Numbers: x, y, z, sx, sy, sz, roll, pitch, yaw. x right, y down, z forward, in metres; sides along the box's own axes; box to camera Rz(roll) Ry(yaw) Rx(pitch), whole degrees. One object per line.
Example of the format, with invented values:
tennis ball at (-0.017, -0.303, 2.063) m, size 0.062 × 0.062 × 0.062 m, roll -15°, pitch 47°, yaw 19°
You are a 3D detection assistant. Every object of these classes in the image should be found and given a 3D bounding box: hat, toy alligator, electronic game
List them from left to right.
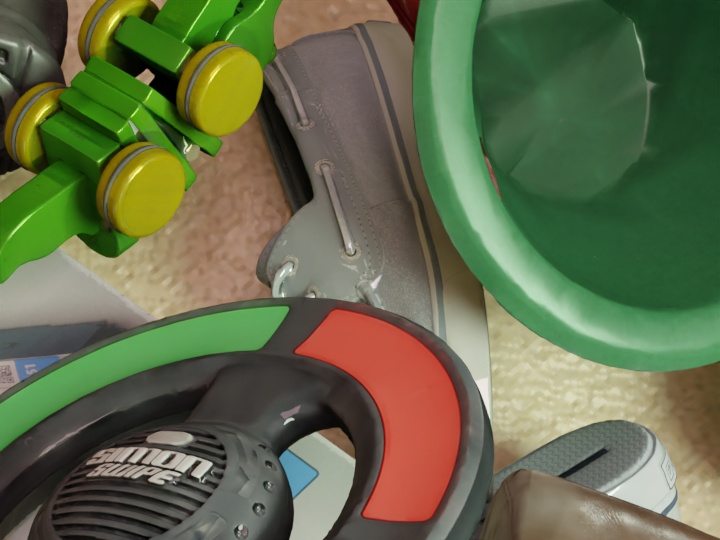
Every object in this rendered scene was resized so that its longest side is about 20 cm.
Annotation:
electronic game at (-0.058, 0.073, 0.842) m, size 0.200 × 0.200 × 0.042 m, roll -37°, pitch 123°, yaw -23°
toy alligator at (-0.053, -0.068, 0.974) m, size 0.059 × 0.054 × 0.200 m, roll 30°, pitch 78°, yaw 34°
hat at (0.057, -0.060, 1.020) m, size 0.165 × 0.176 × 0.201 m, roll 0°, pitch 85°, yaw -24°

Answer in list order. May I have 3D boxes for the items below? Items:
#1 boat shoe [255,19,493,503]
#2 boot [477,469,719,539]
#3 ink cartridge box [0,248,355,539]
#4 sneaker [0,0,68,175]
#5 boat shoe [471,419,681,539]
boat shoe at (0.000, -0.001, 1.008) m, size 0.071 × 0.070 × 0.201 m, roll -9°, pitch 51°, yaw -6°
boot at (0.116, 0.166, 0.930) m, size 0.199 × 0.064 × 0.187 m, roll 17°, pitch 56°, yaw -35°
ink cartridge box at (-0.117, 0.084, 0.932) m, size 0.200 × 0.045 × 0.176 m, roll 33°, pitch 62°, yaw 27°
sneaker at (-0.194, -0.083, 1.013) m, size 0.199 × 0.076 × 0.091 m, roll 8°, pitch 39°, yaw 0°
boat shoe at (0.022, 0.122, 0.969) m, size 0.199 × 0.074 × 0.067 m, roll -25°, pitch 112°, yaw -9°
